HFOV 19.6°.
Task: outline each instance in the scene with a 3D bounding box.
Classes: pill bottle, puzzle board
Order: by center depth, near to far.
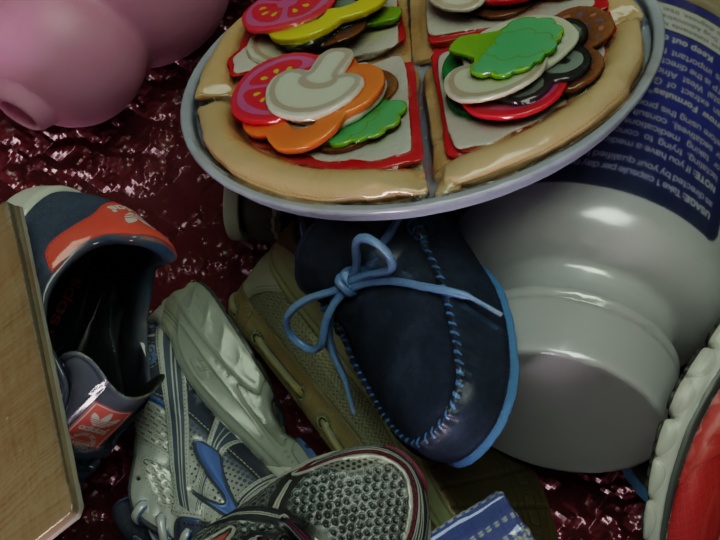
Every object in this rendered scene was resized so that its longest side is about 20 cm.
[{"bbox_3d":[-0.185,0.087,0.806,0.200,0.017,0.151,-39,48,23],"label":"puzzle board"},{"bbox_3d":[0.102,-0.023,0.879,0.120,0.120,0.200,13,56,7],"label":"pill bottle"}]

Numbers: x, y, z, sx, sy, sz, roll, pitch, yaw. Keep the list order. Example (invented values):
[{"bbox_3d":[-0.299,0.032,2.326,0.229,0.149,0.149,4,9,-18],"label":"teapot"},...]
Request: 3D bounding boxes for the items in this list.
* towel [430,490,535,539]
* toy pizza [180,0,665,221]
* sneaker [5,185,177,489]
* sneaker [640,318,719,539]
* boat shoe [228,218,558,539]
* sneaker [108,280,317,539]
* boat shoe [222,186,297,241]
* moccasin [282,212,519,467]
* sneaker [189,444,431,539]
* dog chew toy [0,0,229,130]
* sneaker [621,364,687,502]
[{"bbox_3d":[0.048,0.202,0.784,0.145,0.024,0.200,-32,89,-14],"label":"towel"},{"bbox_3d":[0.022,-0.090,0.839,0.200,0.032,0.200,-9,37,7],"label":"toy pizza"},{"bbox_3d":[-0.126,0.066,0.825,0.084,0.075,0.200,11,86,40],"label":"sneaker"},{"bbox_3d":[0.178,0.044,0.807,0.085,0.077,0.200,31,84,22],"label":"sneaker"},{"bbox_3d":[0.012,0.071,0.875,0.073,0.063,0.201,-5,55,-54],"label":"boat shoe"},{"bbox_3d":[-0.051,0.103,0.855,0.085,0.077,0.200,-32,59,-6],"label":"sneaker"},{"bbox_3d":[-0.001,-0.091,0.952,0.060,0.072,0.202,19,59,15],"label":"boat shoe"},{"bbox_3d":[0.000,0.000,0.826,0.080,0.068,0.200,-51,36,19],"label":"moccasin"},{"bbox_3d":[-0.044,0.127,0.719,0.081,0.075,0.200,41,56,15],"label":"sneaker"},{"bbox_3d":[-0.104,-0.151,0.961,0.124,0.125,0.200,26,72,13],"label":"dog chew toy"},{"bbox_3d":[0.195,0.031,0.881,0.200,0.082,0.073,-31,69,-14],"label":"sneaker"}]
